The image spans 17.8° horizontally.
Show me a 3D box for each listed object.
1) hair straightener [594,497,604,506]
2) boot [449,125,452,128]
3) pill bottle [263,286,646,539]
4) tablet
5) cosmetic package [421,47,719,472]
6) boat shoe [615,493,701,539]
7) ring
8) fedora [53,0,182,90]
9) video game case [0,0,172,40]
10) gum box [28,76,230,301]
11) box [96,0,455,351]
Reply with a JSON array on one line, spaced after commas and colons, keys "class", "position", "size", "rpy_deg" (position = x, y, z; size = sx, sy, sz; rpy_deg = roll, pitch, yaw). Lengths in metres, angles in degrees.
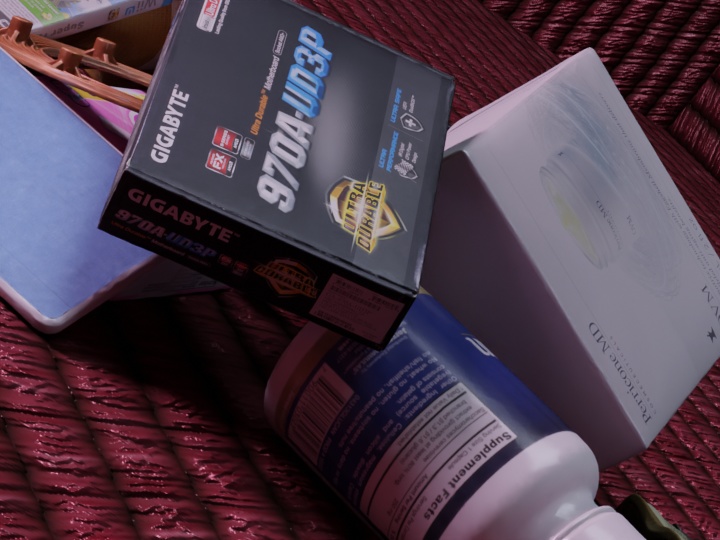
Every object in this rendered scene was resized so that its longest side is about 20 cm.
[{"class": "hair straightener", "position": [0.096, 0.111, 1.450], "size": [0.077, 0.041, 0.200], "rpy_deg": [33, 14, -25]}, {"class": "boot", "position": [0.070, -0.013, 1.562], "size": [0.200, 0.065, 0.166], "rpy_deg": [-96, 173, -81]}, {"class": "pill bottle", "position": [0.052, 0.104, 1.187], "size": [0.200, 0.111, 0.111], "rpy_deg": [44, 14, 24]}, {"class": "tablet", "position": [-0.191, -0.058, 1.182], "size": [0.200, 0.014, 0.130], "rpy_deg": [41, 42, 10]}, {"class": "cosmetic package", "position": [0.110, 0.003, 1.373], "size": [0.200, 0.123, 0.200], "rpy_deg": [58, 36, -6]}, {"class": "boat shoe", "position": [0.189, 0.190, 1.352], "size": [0.066, 0.072, 0.201], "rpy_deg": [25, 10, -11]}, {"class": "ring", "position": [-0.118, -0.106, 1.313], "size": [0.200, 0.019, 0.200], "rpy_deg": [21, 7, -3]}, {"class": "fedora", "position": [-0.176, -0.189, 1.538], "size": [0.082, 0.201, 0.201], "rpy_deg": [-19, 52, -38]}, {"class": "video game case", "position": [-0.232, -0.187, 1.411], "size": [0.200, 0.018, 0.143], "rpy_deg": [-24, 57, -40]}, {"class": "gum box", "position": [-0.125, -0.047, 1.326], "size": [0.113, 0.066, 0.200], "rpy_deg": [42, 13, 12]}, {"class": "box", "position": [-0.038, -0.063, 1.199], "size": [0.158, 0.046, 0.200], "rpy_deg": [24, 38, -9]}]
